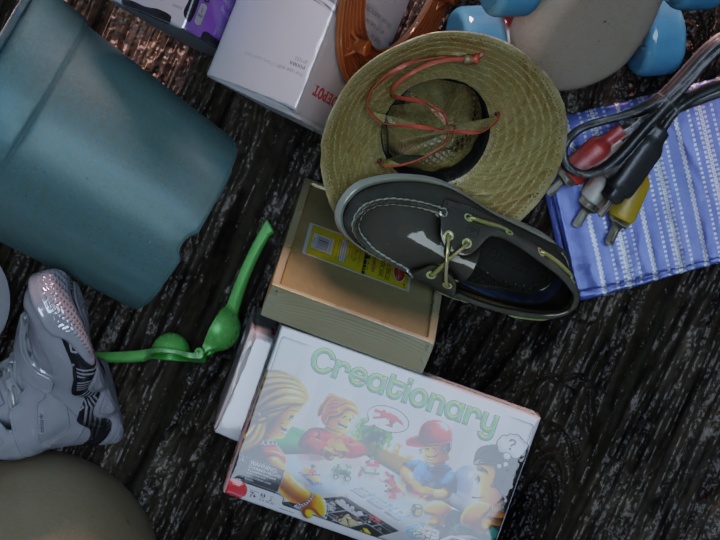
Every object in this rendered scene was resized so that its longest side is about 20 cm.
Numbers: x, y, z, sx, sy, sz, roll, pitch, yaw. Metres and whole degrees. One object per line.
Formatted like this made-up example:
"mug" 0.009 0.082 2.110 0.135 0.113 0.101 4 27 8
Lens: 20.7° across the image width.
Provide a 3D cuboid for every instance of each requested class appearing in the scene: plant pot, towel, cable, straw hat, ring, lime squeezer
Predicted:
"plant pot" -0.209 -0.083 1.466 0.195 0.200 0.201 32 90 -13
"towel" 0.245 -0.069 1.572 0.198 0.024 0.146 -14 91 -4
"cable" 0.221 -0.119 1.524 0.097 0.050 0.201 37 92 -21
"straw hat" 0.051 -0.114 1.459 0.199 0.085 0.202 -10 130 -11
"ring" 0.040 -0.224 1.466 0.019 0.200 0.202 22 91 21
"plant pot" -0.252 0.246 1.497 0.198 0.134 0.203 0 93 -4
"lime squeezer" -0.140 0.042 1.543 0.199 0.038 0.071 -31 94 -1

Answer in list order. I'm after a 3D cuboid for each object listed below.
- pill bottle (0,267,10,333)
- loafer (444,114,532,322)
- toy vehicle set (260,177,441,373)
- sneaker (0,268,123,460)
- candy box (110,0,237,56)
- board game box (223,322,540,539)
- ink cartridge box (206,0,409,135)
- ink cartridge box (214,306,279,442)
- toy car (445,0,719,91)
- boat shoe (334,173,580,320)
"pill bottle" -0.348 0.028 1.441 0.111 0.200 0.114 2 94 26
"loafer" 0.105 -0.062 1.539 0.062 0.072 0.202 -23 91 -6
"toy vehicle set" 0.000 0.000 1.471 0.123 0.200 0.027 21 115 -3
"sneaker" -0.248 0.080 1.468 0.114 0.201 0.076 -16 56 -4
"candy box" -0.093 -0.265 1.461 0.071 0.168 0.202 22 91 17
"board game box" 0.015 0.129 1.411 0.198 0.035 0.127 19 93 -4
"ink cartridge box" -0.023 -0.210 1.477 0.082 0.146 0.202 23 91 17
"ink cartridge box" -0.008 0.111 1.499 0.198 0.145 0.084 24 95 -4
"toy car" 0.155 -0.260 1.511 0.182 0.177 0.202 -4 64 -16
"boat shoe" 0.075 -0.015 1.444 0.200 0.060 0.073 18 111 -28
